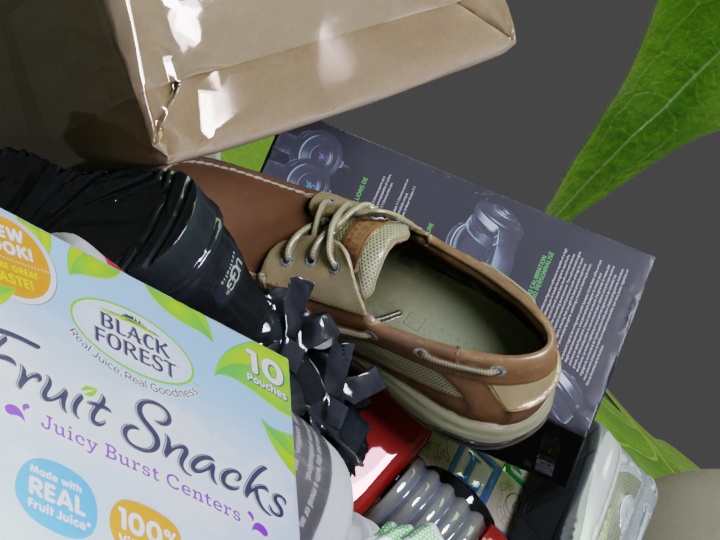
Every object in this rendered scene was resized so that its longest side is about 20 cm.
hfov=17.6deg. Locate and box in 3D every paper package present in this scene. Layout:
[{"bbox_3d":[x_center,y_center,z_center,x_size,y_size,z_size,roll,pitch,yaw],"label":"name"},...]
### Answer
[{"bbox_3d":[-0.065,-0.112,1.019,0.199,0.189,0.104,-2,-75,59],"label":"paper package"}]

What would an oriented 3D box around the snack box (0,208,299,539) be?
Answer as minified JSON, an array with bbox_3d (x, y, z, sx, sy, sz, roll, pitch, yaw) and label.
[{"bbox_3d":[-0.084,0.086,0.718,0.142,0.053,0.201,31,35,-32],"label":"snack box"}]

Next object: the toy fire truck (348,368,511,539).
[{"bbox_3d":[0.022,0.127,1.028,0.176,0.129,0.200,45,-22,0],"label":"toy fire truck"}]

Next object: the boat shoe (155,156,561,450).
[{"bbox_3d":[0.000,0.000,0.996,0.199,0.076,0.074,26,-32,5],"label":"boat shoe"}]

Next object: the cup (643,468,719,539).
[{"bbox_3d":[0.223,0.245,1.437,0.200,0.200,0.144,42,34,-16],"label":"cup"}]

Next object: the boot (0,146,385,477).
[{"bbox_3d":[-0.096,0.027,0.980,0.197,0.074,0.163,4,-36,37],"label":"boot"}]

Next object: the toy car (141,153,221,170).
[{"bbox_3d":[-0.172,-0.094,1.172,0.199,0.176,0.150,14,33,32],"label":"toy car"}]

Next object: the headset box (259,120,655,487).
[{"bbox_3d":[0.029,0.015,1.126,0.199,0.093,0.174,23,-11,6],"label":"headset box"}]

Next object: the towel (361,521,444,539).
[{"bbox_3d":[0.006,0.174,0.788,0.149,0.031,0.199,50,35,12],"label":"towel"}]

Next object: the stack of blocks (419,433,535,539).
[{"bbox_3d":[0.076,0.159,1.249,0.200,0.116,0.058,43,-35,-20],"label":"stack of blocks"}]

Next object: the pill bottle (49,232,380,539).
[{"bbox_3d":[-0.073,0.086,0.885,0.200,0.111,0.111,41,8,-25],"label":"pill bottle"}]

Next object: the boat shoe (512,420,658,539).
[{"bbox_3d":[0.105,0.173,1.184,0.065,0.074,0.203,38,49,-21],"label":"boat shoe"}]
